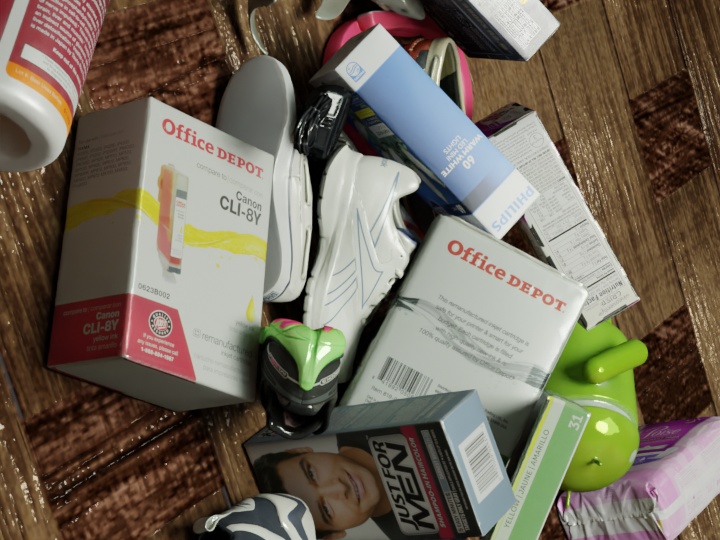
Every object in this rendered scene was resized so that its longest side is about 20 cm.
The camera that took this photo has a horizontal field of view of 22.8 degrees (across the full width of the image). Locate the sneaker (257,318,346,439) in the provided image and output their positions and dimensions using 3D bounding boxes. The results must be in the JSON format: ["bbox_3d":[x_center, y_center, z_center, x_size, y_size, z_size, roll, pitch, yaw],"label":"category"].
[{"bbox_3d":[-0.056,0.089,1.379,0.200,0.076,0.084,109,-8,-80],"label":"sneaker"}]

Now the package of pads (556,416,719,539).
[{"bbox_3d":[0.301,0.218,1.833,0.200,0.120,0.076,-28,104,-51],"label":"package of pads"}]

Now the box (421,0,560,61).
[{"bbox_3d":[0.071,-0.272,1.585,0.200,0.158,0.048,44,85,-16],"label":"box"}]

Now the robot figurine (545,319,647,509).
[{"bbox_3d":[0.207,0.125,1.717,0.115,0.176,0.201,11,49,-12],"label":"robot figurine"}]

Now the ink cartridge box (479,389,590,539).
[{"bbox_3d":[0.144,0.175,1.482,0.200,0.048,0.146,22,91,-88],"label":"ink cartridge box"}]

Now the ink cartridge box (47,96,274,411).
[{"bbox_3d":[-0.145,-0.010,1.333,0.145,0.083,0.201,24,63,-48],"label":"ink cartridge box"}]

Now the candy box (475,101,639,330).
[{"bbox_3d":[0.175,-0.053,1.649,0.201,0.061,0.136,60,1,-10],"label":"candy box"}]

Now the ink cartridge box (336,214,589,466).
[{"bbox_3d":[0.083,0.073,1.499,0.146,0.083,0.201,28,86,-3],"label":"ink cartridge box"}]

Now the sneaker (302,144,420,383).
[{"bbox_3d":[0.000,0.000,1.481,0.075,0.086,0.201,-61,160,-77],"label":"sneaker"}]

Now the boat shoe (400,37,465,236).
[{"bbox_3d":[0.073,-0.111,1.611,0.071,0.062,0.201,-21,103,-54],"label":"boat shoe"}]

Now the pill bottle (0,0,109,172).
[{"bbox_3d":[-0.234,-0.179,1.232,0.113,0.112,0.201,39,53,-41],"label":"pill bottle"}]

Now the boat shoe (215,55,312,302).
[{"bbox_3d":[-0.070,-0.073,1.460,0.066,0.072,0.201,15,67,-61],"label":"boat shoe"}]

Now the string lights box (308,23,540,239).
[{"bbox_3d":[0.054,-0.115,1.523,0.200,0.103,0.059,46,80,-10],"label":"string lights box"}]

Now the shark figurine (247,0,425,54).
[{"bbox_3d":[-0.031,-0.271,1.533,0.214,0.089,0.129,-16,73,-44],"label":"shark figurine"}]

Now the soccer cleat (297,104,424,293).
[{"bbox_3d":[-0.009,-0.067,1.553,0.200,0.068,0.073,50,11,-21],"label":"soccer cleat"}]

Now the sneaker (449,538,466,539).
[{"bbox_3d":[0.092,0.187,1.622,0.200,0.075,0.077,-45,158,-58],"label":"sneaker"}]

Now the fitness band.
[{"bbox_3d":[0.036,-0.167,1.652,0.199,0.037,0.145,-9,92,-52],"label":"fitness band"}]

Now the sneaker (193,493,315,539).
[{"bbox_3d":[-0.084,0.271,1.351,0.129,0.079,0.201,4,79,-51],"label":"sneaker"}]

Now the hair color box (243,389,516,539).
[{"bbox_3d":[0.013,0.159,1.403,0.061,0.199,0.100,-35,109,-49],"label":"hair color box"}]

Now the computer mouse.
[{"bbox_3d":[-0.038,-0.118,1.397,0.200,0.034,0.059,-48,159,-81],"label":"computer mouse"}]
